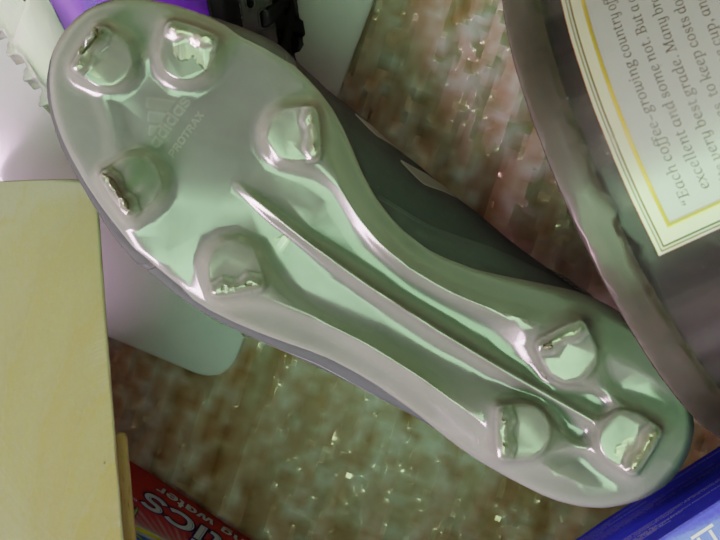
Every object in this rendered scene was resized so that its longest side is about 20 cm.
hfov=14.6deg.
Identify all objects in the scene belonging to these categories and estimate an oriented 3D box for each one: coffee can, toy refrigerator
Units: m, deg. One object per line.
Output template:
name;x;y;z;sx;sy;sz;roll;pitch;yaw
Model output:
coffee can;0.157;-0.061;0.734;0.200;0.146;0.147;-25;100;18
toy refrigerator;-0.096;0.082;0.767;0.070;0.076;0.201;-2;72;-11

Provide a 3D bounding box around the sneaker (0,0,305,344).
sneaker;-0.044;-0.075;0.801;0.099;0.070;0.200;-32;100;12

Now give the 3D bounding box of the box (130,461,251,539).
box;-0.071;0.132;0.865;0.200;0.100;0.096;33;110;1

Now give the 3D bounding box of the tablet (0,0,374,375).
tablet;-0.066;-0.078;0.848;0.130;0.014;0.201;23;109;5

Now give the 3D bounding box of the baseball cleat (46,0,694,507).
baseball cleat;0.000;0.000;0.770;0.200;0.106;0.070;39;91;1

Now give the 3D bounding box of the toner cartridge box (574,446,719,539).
toner cartridge box;0.044;0.112;0.755;0.200;0.095;0.043;-33;89;3
